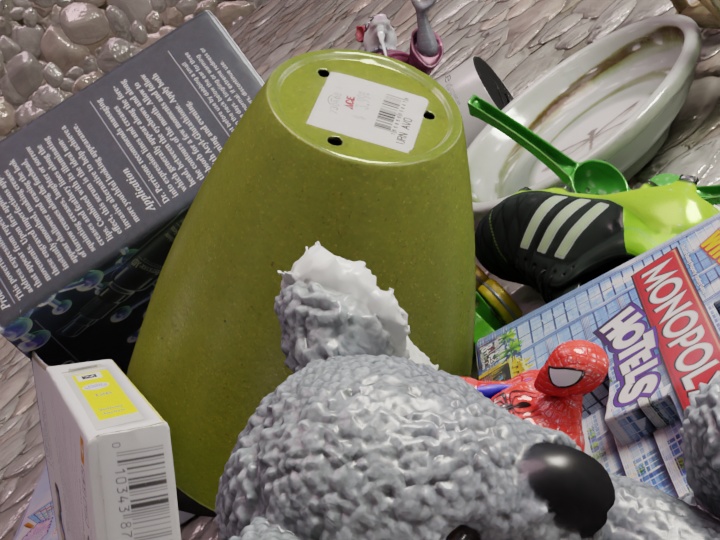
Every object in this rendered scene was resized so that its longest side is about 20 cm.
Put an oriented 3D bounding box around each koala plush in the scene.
[{"bbox_3d":[0.034,0.098,0.420,0.184,0.200,0.177,-27,36,42],"label":"koala plush"}]

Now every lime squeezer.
[{"bbox_3d":[0.160,-0.056,0.786,0.200,0.071,0.038,16,41,27],"label":"lime squeezer"}]

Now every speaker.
[{"bbox_3d":[0.035,-0.085,1.093,0.200,0.081,0.081,-33,19,20],"label":"speaker"}]

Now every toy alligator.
[{"bbox_3d":[0.050,0.015,0.865,0.059,0.054,0.200,-40,18,0],"label":"toy alligator"}]

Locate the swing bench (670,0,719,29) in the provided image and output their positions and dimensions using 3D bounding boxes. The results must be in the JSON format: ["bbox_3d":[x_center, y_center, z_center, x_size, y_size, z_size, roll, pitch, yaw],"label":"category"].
[{"bbox_3d":[0.288,-0.240,0.883,0.199,0.130,0.200,-36,24,10],"label":"swing bench"}]

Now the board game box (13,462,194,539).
[{"bbox_3d":[-0.165,0.143,1.016,0.200,0.041,0.200,-35,18,15],"label":"board game box"}]

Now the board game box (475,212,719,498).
[{"bbox_3d":[0.151,0.042,0.587,0.200,0.062,0.200,-36,18,15],"label":"board game box"}]

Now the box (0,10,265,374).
[{"bbox_3d":[-0.131,-0.033,0.824,0.200,0.107,0.148,-34,-23,-5],"label":"box"}]

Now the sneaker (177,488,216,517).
[{"bbox_3d":[-0.087,0.082,0.878,0.085,0.075,0.200,2,29,3],"label":"sneaker"}]

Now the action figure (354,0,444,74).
[{"bbox_3d":[0.027,-0.117,1.012,0.134,0.149,0.200,-21,42,21],"label":"action figure"}]

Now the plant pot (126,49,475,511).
[{"bbox_3d":[-0.016,-0.003,0.691,0.187,0.187,0.200,-63,-10,-50],"label":"plant pot"}]

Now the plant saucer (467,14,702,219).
[{"bbox_3d":[0.151,-0.091,0.919,0.200,0.050,0.200,-36,18,13],"label":"plant saucer"}]

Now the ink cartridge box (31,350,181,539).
[{"bbox_3d":[-0.123,0.150,0.692,0.047,0.198,0.200,-9,11,-16],"label":"ink cartridge box"}]

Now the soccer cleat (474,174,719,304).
[{"bbox_3d":[0.119,-0.004,0.764,0.200,0.068,0.081,-6,50,60],"label":"soccer cleat"}]

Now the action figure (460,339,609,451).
[{"bbox_3d":[0.016,0.088,0.559,0.200,0.099,0.065,-49,29,28],"label":"action figure"}]
